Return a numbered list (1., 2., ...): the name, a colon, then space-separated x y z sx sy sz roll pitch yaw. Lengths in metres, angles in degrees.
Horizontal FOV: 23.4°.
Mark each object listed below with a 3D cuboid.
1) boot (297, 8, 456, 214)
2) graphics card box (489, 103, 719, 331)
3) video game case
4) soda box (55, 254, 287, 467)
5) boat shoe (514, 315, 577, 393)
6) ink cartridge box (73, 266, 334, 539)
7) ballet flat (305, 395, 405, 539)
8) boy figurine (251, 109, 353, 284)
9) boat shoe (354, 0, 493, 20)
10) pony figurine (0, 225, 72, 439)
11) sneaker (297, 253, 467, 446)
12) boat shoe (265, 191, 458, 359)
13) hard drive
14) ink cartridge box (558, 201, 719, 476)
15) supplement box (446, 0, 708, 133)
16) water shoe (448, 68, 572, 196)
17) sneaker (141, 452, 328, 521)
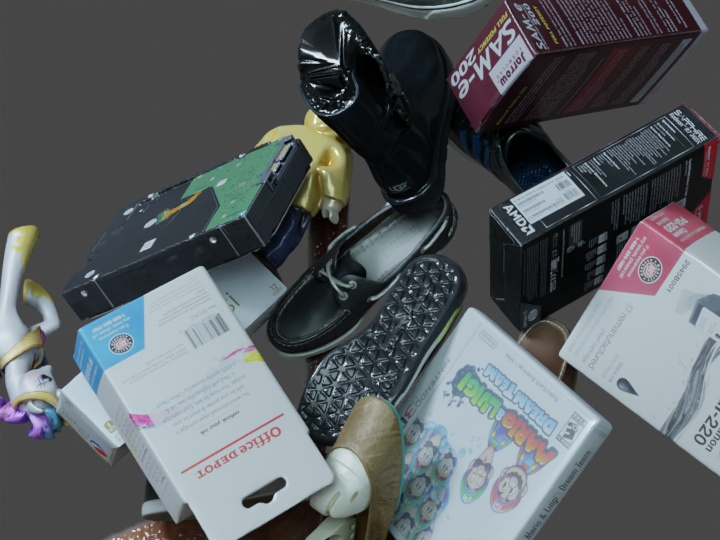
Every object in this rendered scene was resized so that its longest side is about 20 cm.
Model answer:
1. boot: 0.014 -0.168 1.462 0.076 0.168 0.200 -15 51 22
2. graphics card box: 0.199 -0.043 1.434 0.200 0.126 0.051 -30 58 -15
3. video game case: 0.088 0.146 1.366 0.182 0.024 0.200 -55 36 6
4. soda box: -0.154 0.066 1.425 0.068 0.064 0.200 44 65 5
5. boat shoe: 0.124 0.126 1.428 0.076 0.072 0.200 21 74 13
6. ink cartridge box: -0.122 0.113 1.341 0.115 0.068 0.200 -28 77 -23
7. ballet flat: -0.014 0.195 1.362 0.072 0.200 0.068 -17 38 -42
8. boy figurine: -0.056 -0.082 1.528 0.124 0.064 0.200 18 68 35
9. boat shoe: 0.028 -0.278 1.590 0.199 0.064 0.071 7 71 8
10. pony figurine: -0.335 0.072 1.472 0.193 0.167 0.200 -15 53 -7
11. sneaker: 0.028 0.076 1.450 0.072 0.083 0.200 37 73 19
12. boat shoe: 0.000 0.000 1.494 0.200 0.060 0.074 -34 70 -6
13. hard drive: -0.144 -0.036 1.455 0.200 0.038 0.140 -22 25 28
14. ink cartridge box: 0.283 0.064 1.394 0.200 0.085 0.146 36 117 16
15. supplement box: 0.184 -0.182 1.468 0.200 0.109 0.061 -13 65 -35
16. water shoe: 0.132 -0.116 1.512 0.071 0.079 0.200 -41 71 -9
17. sneaker: -0.090 0.145 1.439 0.199 0.071 0.099 -10 73 13
